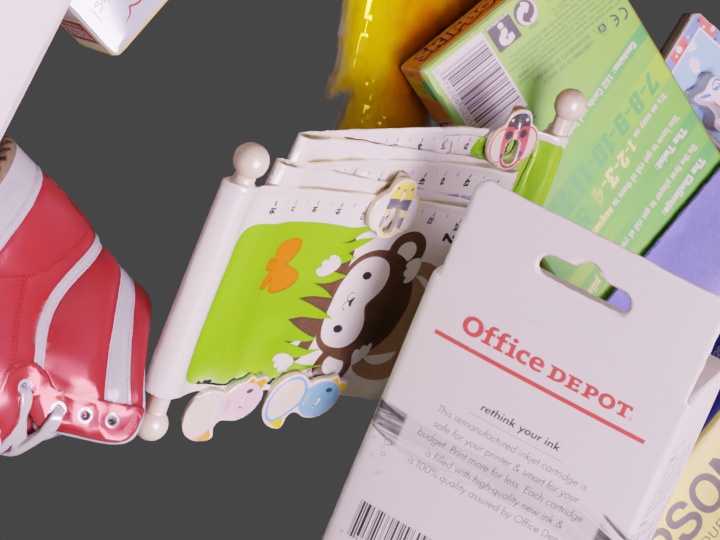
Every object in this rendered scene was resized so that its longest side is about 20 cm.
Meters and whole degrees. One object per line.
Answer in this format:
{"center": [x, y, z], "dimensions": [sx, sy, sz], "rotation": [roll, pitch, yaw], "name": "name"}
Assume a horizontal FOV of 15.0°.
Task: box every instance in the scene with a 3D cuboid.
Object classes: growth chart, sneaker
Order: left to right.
{"center": [-0.155, 0.060, 1.014], "dimensions": [0.112, 0.071, 0.200], "rotation": [45, 73, -28], "name": "sneaker"}
{"center": [0.000, 0.000, 1.088], "dimensions": [0.200, 0.018, 0.145], "rotation": [-10, 126, -42], "name": "growth chart"}

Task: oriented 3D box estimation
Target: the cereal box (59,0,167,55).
{"center": [-0.113, -0.198, 1.006], "dimensions": [0.144, 0.040, 0.200], "rotation": [-49, 122, -13], "name": "cereal box"}

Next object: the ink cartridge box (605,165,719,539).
{"center": [0.176, 0.083, 1.183], "dimensions": [0.200, 0.047, 0.198], "rotation": [45, 78, -22], "name": "ink cartridge box"}

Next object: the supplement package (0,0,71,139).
{"center": [-0.196, -0.131, 0.874], "dimensions": [0.191, 0.147, 0.200], "rotation": [23, 99, -30], "name": "supplement package"}

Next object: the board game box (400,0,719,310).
{"center": [0.107, -0.036, 1.175], "dimensions": [0.096, 0.030, 0.200], "rotation": [-39, 110, -13], "name": "board game box"}

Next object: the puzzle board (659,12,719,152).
{"center": [0.175, -0.001, 1.249], "dimensions": [0.200, 0.017, 0.151], "rotation": [37, 79, -32], "name": "puzzle board"}

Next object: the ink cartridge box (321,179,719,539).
{"center": [0.068, 0.069, 1.093], "dimensions": [0.068, 0.116, 0.200], "rotation": [-28, 143, -65], "name": "ink cartridge box"}
